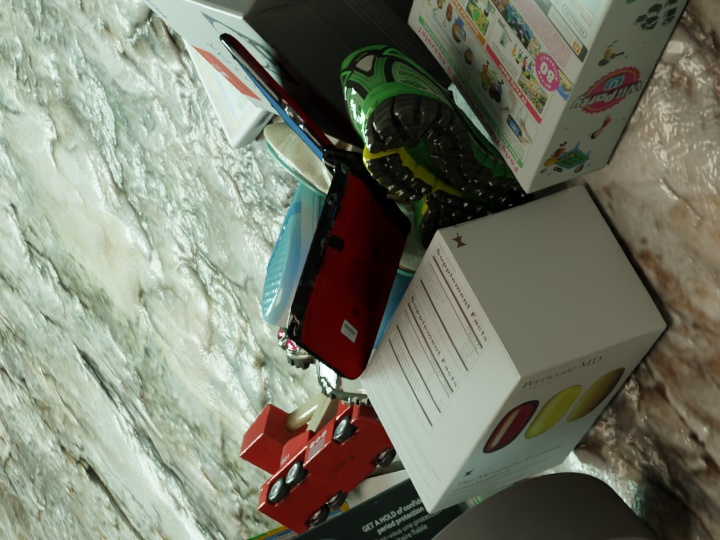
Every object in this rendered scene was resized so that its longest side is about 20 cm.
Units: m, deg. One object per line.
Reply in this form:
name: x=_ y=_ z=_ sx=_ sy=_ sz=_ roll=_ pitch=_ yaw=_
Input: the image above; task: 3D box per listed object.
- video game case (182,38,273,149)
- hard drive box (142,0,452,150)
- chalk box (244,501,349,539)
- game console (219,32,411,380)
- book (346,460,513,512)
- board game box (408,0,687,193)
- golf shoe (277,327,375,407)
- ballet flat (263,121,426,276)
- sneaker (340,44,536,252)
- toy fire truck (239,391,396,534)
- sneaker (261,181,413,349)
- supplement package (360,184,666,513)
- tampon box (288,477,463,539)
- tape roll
video game case: x=-0.108 y=-0.218 z=1.614 sx=0.200 sy=0.024 sz=0.182 roll=66 pitch=155 yaw=9
hard drive box: x=-0.053 y=-0.168 z=1.388 sx=0.156 sy=0.077 sz=0.200 roll=42 pitch=172 yaw=-32
chalk box: x=-0.032 y=0.313 z=1.721 sx=0.124 sy=0.124 sz=0.200 roll=52 pitch=148 yaw=34
game console: x=-0.043 y=-0.035 z=1.309 sx=0.200 sy=0.119 sz=0.172 roll=46 pitch=-119 yaw=-75
book: x=0.070 y=0.205 z=1.538 sx=0.200 sy=0.048 sz=0.134 roll=-24 pitch=88 yaw=62
board game box: x=0.107 y=-0.164 z=1.164 sx=0.148 sy=0.064 sz=0.200 roll=58 pitch=152 yaw=24
golf shoe: x=-0.008 y=0.045 z=1.540 sx=0.200 sy=0.077 sz=0.088 roll=28 pitch=125 yaw=54
ballet flat: x=0.003 y=-0.070 z=1.470 sx=0.200 sy=0.067 sz=0.062 roll=44 pitch=117 yaw=38
sneaker: x=0.049 y=-0.076 z=1.251 sx=0.200 sy=0.078 sz=0.085 roll=51 pitch=-166 yaw=-57
toy fire truck: x=-0.031 y=0.134 z=1.632 sx=0.200 sy=0.049 sz=0.141 roll=-46 pitch=22 yaw=35
sneaker: x=0.000 y=0.000 z=1.494 sx=0.200 sy=0.130 sz=0.080 roll=-83 pitch=14 yaw=-61
supplement package: x=0.092 y=0.053 z=1.292 sx=0.110 sy=0.114 sz=0.200 roll=62 pitch=154 yaw=21
tampon box: x=0.030 y=0.275 z=1.456 sx=0.200 sy=0.150 sz=0.126 roll=57 pitch=151 yaw=17
tape roll: x=0.105 y=0.225 z=1.287 sx=0.066 sy=0.200 sz=0.200 roll=47 pitch=146 yaw=39
